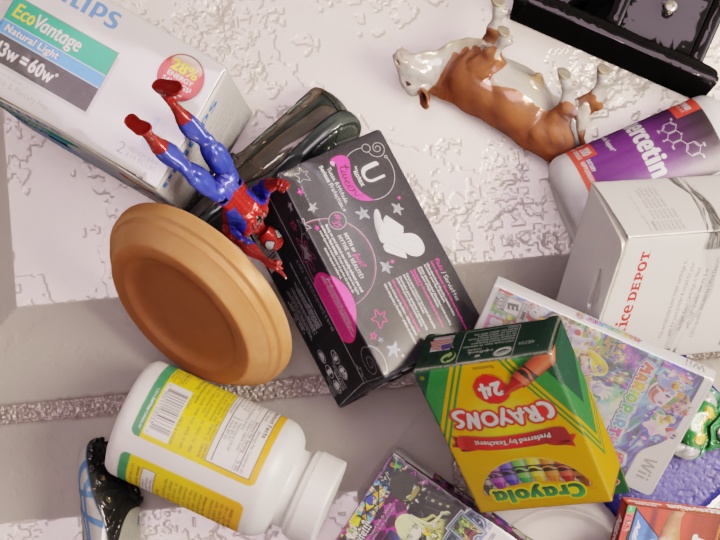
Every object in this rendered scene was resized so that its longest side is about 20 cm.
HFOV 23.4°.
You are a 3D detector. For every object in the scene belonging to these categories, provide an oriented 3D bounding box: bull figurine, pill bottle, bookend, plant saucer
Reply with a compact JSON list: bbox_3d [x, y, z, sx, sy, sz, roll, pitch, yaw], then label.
[{"bbox_3d":[0.130,-0.173,1.594,0.200,0.122,0.065,30,45,-3],"label":"bull figurine"},{"bbox_3d":[0.277,-0.086,1.568,0.199,0.112,0.113,-24,84,0],"label":"pill bottle"},{"bbox_3d":[0.267,-0.289,1.596,0.199,0.092,0.199,25,87,4],"label":"bookend"},{"bbox_3d":[-0.119,0.170,1.566,0.199,0.113,0.113,23,87,5],"label":"pill bottle"},{"bbox_3d":[-0.150,0.029,1.542,0.200,0.200,0.037,39,57,5],"label":"plant saucer"}]

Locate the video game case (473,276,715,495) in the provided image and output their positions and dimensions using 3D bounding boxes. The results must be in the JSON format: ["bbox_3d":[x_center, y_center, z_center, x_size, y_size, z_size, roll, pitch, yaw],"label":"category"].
[{"bbox_3d":[0.184,0.101,1.490,0.199,0.018,0.144,23,126,4],"label":"video game case"}]

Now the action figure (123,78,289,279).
[{"bbox_3d":[-0.103,-0.068,1.442,0.099,0.200,0.065,27,74,41],"label":"action figure"}]

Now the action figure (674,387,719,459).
[{"bbox_3d":[0.246,0.116,1.539,0.199,0.055,0.119,19,86,3],"label":"action figure"}]

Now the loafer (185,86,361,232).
[{"bbox_3d":[-0.093,-0.094,1.618,0.200,0.072,0.063,-36,65,-7],"label":"loafer"}]

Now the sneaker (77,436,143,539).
[{"bbox_3d":[-0.233,0.253,1.590,0.072,0.072,0.201,-19,76,28],"label":"sneaker"}]

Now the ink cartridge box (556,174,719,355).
[{"bbox_3d":[0.285,-0.004,1.507,0.199,0.147,0.083,-4,42,-19],"label":"ink cartridge box"}]

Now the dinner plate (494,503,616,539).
[{"bbox_3d":[0.181,0.283,1.587,0.199,0.024,0.201,0,86,3],"label":"dinner plate"}]

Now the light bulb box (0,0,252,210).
[{"bbox_3d":[-0.218,-0.156,1.555,0.198,0.200,0.125,30,87,5],"label":"light bulb box"}]

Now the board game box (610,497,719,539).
[{"bbox_3d":[0.255,0.298,1.534,0.103,0.019,0.201,8,107,-15],"label":"board game box"}]

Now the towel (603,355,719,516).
[{"bbox_3d":[0.252,0.135,1.586,0.148,0.050,0.200,-40,83,2],"label":"towel"}]

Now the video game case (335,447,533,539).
[{"bbox_3d":[0.052,0.292,1.568,0.181,0.036,0.200,33,99,5],"label":"video game case"}]

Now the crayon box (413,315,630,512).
[{"bbox_3d":[0.141,0.138,1.480,0.127,0.051,0.200,-10,124,27],"label":"crayon box"}]

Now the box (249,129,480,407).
[{"bbox_3d":[0.000,0.000,1.554,0.114,0.132,0.201,-24,83,-24],"label":"box"}]
